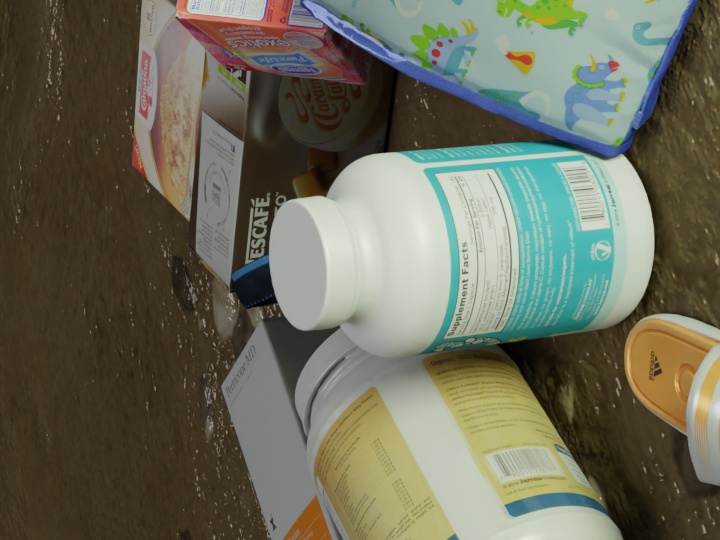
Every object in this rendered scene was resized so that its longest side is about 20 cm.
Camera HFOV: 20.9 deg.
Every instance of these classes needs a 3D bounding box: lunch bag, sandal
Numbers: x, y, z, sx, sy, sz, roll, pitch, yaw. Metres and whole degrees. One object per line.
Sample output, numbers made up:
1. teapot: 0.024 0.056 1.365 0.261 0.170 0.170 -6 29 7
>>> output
1. lunch bag: 0.091 -0.178 1.052 0.200 0.127 0.171 35 132 18
2. sandal: 0.183 0.073 0.994 0.206 0.059 0.080 19 113 60

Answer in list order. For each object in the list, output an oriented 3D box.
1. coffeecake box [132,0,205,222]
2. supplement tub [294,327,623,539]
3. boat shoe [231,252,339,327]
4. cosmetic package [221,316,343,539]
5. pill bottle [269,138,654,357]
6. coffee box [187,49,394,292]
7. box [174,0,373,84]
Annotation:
1. coffeecake box: -0.100 -0.116 1.473 0.200 0.073 0.154 41 132 53
2. supplement tub: 0.054 0.129 1.157 0.200 0.144 0.145 60 144 38
3. boat shoe: 0.000 0.000 1.248 0.199 0.084 0.069 -19 96 40
4. cosmetic package: -0.026 0.140 1.389 0.102 0.071 0.201 -58 46 50
5. pill bottle: 0.053 -0.012 1.070 0.111 0.199 0.112 20 112 60
6. coffee box: -0.048 -0.096 1.335 0.080 0.114 0.201 42 130 51
7. box: -0.034 -0.226 1.195 0.095 0.102 0.201 44 -125 -69
